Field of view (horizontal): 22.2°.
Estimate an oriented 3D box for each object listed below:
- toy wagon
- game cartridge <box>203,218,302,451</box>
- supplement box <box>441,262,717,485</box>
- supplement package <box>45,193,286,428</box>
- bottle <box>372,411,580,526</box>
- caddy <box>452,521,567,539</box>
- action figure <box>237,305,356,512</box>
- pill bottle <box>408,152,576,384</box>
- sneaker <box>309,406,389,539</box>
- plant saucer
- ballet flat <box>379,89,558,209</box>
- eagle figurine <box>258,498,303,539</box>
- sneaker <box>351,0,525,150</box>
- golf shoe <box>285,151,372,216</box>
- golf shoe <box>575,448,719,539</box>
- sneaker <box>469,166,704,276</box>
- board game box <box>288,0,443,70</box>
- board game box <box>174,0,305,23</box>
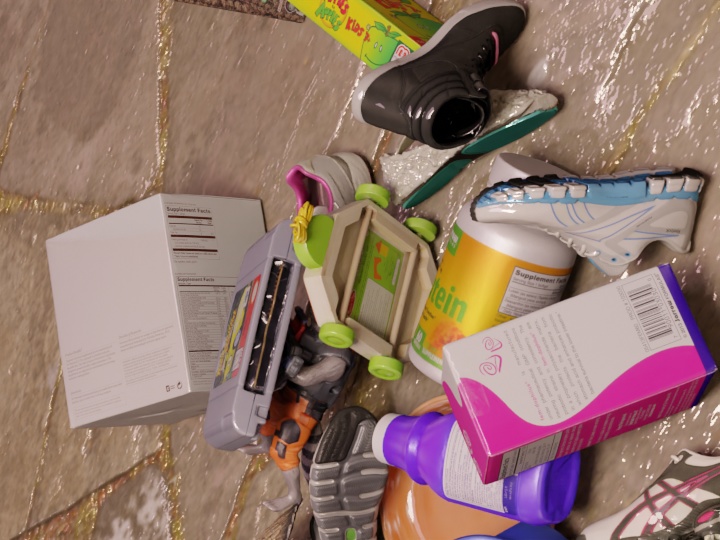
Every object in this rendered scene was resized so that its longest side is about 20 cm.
[{"bbox_3d":[0.000,0.000,1.667,0.039,0.200,0.156,-10,56,43],"label":"toy wagon"},{"bbox_3d":[-0.098,0.061,1.678,0.133,0.041,0.201,137,147,-71],"label":"game cartridge"},{"bbox_3d":[0.175,0.086,1.507,0.103,0.199,0.102,90,160,-69],"label":"supplement box"},{"bbox_3d":[-0.199,0.044,1.884,0.191,0.147,0.201,-18,77,40],"label":"supplement package"},{"bbox_3d":[0.098,0.167,1.619,0.199,0.065,0.084,9,90,42],"label":"bottle"},{"bbox_3d":[0.134,0.313,1.572,0.141,0.105,0.201,-31,88,30],"label":"caddy"},{"bbox_3d":[-0.056,0.105,1.750,0.200,0.104,0.194,-107,39,-68],"label":"action figure"},{"bbox_3d":[0.125,0.004,1.618,0.111,0.111,0.201,32,110,38],"label":"pill bottle"},{"bbox_3d":[-0.022,0.216,1.745,0.115,0.075,0.201,-139,50,-73],"label":"sneaker"},{"bbox_3d":[0.101,0.213,1.684,0.199,0.037,0.202,-2,87,43],"label":"plant saucer"},{"bbox_3d":[0.089,-0.125,1.677,0.200,0.072,0.072,-33,68,35],"label":"ballet flat"},{"bbox_3d":[-0.111,0.310,1.781,0.150,0.152,0.201,3,129,26],"label":"eagle figurine"},{"bbox_3d":[0.096,-0.167,1.612,0.099,0.200,0.071,34,145,35],"label":"sneaker"},{"bbox_3d":[-0.022,-0.018,1.766,0.075,0.091,0.201,-26,74,38],"label":"golf shoe"},{"bbox_3d":[0.265,0.199,1.526,0.199,0.077,0.089,-20,55,37],"label":"golf shoe"},{"bbox_3d":[0.189,-0.037,1.526,0.075,0.199,0.087,-123,32,-76],"label":"sneaker"},{"bbox_3d":[0.017,-0.233,1.728,0.200,0.101,0.048,43,116,34],"label":"board game box"},{"bbox_3d":[-0.165,-0.321,1.829,0.159,0.199,0.097,24,104,40],"label":"board game box"}]
